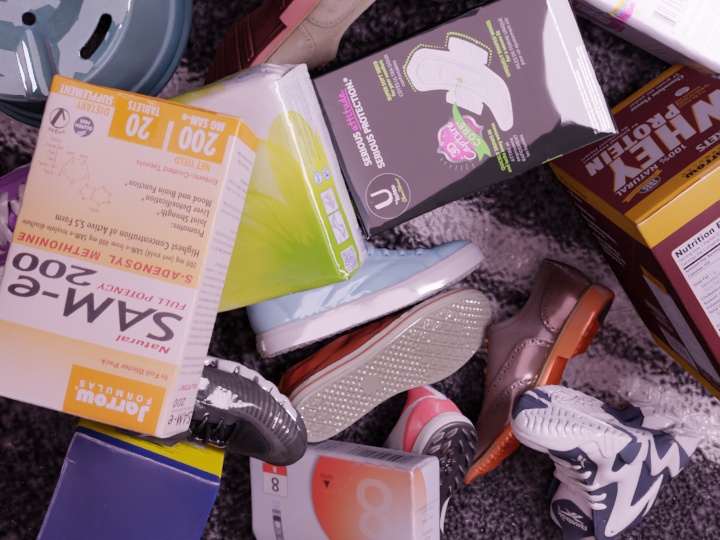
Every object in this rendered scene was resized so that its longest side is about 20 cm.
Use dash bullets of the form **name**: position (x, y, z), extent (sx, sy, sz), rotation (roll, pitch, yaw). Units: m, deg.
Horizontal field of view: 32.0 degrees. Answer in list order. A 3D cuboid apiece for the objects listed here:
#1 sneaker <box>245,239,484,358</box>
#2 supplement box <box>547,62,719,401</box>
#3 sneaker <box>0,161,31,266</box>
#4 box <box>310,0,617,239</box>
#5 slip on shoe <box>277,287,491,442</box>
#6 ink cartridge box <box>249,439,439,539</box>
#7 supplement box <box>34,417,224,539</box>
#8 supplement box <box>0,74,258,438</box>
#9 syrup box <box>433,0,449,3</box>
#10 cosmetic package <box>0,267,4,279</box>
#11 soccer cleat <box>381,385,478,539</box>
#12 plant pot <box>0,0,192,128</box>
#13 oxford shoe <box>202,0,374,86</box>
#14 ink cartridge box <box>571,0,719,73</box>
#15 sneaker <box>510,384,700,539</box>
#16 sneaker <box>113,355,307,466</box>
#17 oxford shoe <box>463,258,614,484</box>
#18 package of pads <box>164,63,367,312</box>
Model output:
- **sneaker**: position (0.000, 0.000, 1.007), extent (0.198, 0.074, 0.083), rotation (-20, 88, -9)
- **supplement box**: position (0.268, -0.023, 0.943), extent (0.132, 0.197, 0.201), rotation (-35, 111, 2)
- **sneaker**: position (-0.268, -0.022, 0.863), extent (0.199, 0.114, 0.073), rotation (-13, 101, 28)
- **box**: position (0.067, -0.124, 0.952), extent (0.198, 0.149, 0.125), rotation (-22, 99, -1)
- **slip on shoe**: position (0.019, 0.067, 1.018), extent (0.199, 0.061, 0.075), rotation (-29, 124, -15)
- **ink cartridge box**: position (-0.015, 0.240, 1.010), extent (0.161, 0.050, 0.202), rotation (3, 96, 33)
- **supplement box**: position (-0.170, 0.157, 0.951), extent (0.109, 0.200, 0.110), rotation (21, 98, -7)
- **supplement box**: position (-0.151, -0.008, 0.792), extent (0.125, 0.074, 0.202), rotation (13, 88, 5)
- **syrup box**: position (-0.011, -0.269, 0.960), extent (0.198, 0.079, 0.082), rotation (15, 97, -6)
- **cosmetic package**: position (-0.208, -0.016, 0.988), extent (0.198, 0.074, 0.103), rotation (-15, 99, -3)
- **soccer cleat**: position (0.036, 0.190, 1.049), extent (0.068, 0.073, 0.201), rotation (6, 117, -30)
- **plant pot**: position (-0.225, -0.198, 0.897), extent (0.198, 0.196, 0.202), rotation (-1, 98, -4)
- **oxford shoe**: position (-0.057, -0.163, 0.953), extent (0.074, 0.071, 0.200), rotation (20, 137, -31)
- **ink cartridge box**: position (0.217, -0.263, 0.975), extent (0.199, 0.085, 0.145), rotation (26, 96, -9)
- **sneaker**: position (0.179, 0.170, 1.017), extent (0.198, 0.079, 0.131), rotation (8, 111, -45)
- **sneaker**: position (-0.129, 0.093, 0.875), extent (0.199, 0.091, 0.066), rotation (35, 127, -12)
- **oxford shoe**: position (0.129, 0.084, 1.041), extent (0.073, 0.071, 0.201), rotation (35, 97, 18)
- **package of pads**: position (-0.108, -0.051, 0.889), extent (0.198, 0.068, 0.156), rotation (-14, 103, 22)
